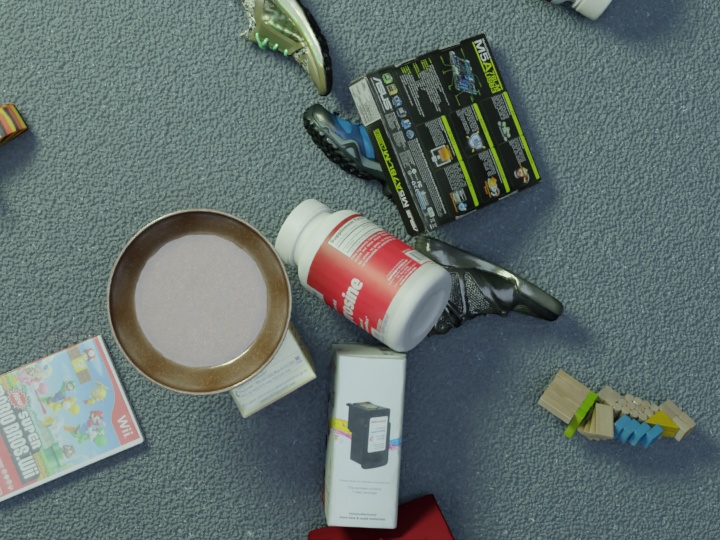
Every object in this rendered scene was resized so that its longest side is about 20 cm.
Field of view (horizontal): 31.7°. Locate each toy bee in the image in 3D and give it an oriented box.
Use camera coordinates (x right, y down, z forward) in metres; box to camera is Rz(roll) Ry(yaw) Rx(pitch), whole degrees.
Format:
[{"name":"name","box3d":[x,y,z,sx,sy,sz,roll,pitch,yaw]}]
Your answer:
[{"name":"toy bee","box3d":[-0.487,-0.128,1.492,0.131,0.109,0.200,38,89,-6]}]

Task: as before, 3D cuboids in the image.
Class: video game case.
[{"name":"video game case","box3d":[-0.383,0.182,1.553,0.199,0.017,0.144,-22,93,-3]}]

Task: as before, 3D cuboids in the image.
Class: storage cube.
[{"name":"storage cube","box3d":[0.044,0.391,1.498,0.170,0.180,0.201,-17,100,-3]}]

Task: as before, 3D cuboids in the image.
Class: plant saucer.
[{"name":"plant saucer","box3d":[-0.174,0.034,1.377,0.199,0.037,0.202,0,91,-3]}]

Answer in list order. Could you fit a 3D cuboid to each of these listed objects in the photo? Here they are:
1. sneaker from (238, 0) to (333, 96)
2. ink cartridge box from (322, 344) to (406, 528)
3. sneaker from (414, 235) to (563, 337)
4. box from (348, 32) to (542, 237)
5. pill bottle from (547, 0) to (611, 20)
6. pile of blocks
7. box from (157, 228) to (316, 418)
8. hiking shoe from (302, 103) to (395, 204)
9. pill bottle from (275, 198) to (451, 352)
[{"name":"sneaker","box3d":[-0.101,-0.292,1.538,0.088,0.077,0.201,-30,88,11]},{"name":"ink cartridge box","box3d":[0.002,0.192,1.515,0.082,0.146,0.201,3,91,-4]},{"name":"sneaker","box3d":[0.144,0.042,1.557,0.199,0.076,0.115,21,92,-1]},{"name":"box","box3d":[0.105,-0.165,1.521,0.193,0.047,0.201,-25,94,-33]},{"name":"pill bottle","box3d":[0.225,-0.394,1.526,0.199,0.114,0.115,31,90,-4]},{"name":"pile of blocks","box3d":[0.310,0.192,1.573,0.199,0.062,0.082,15,49,-2]},{"name":"box","box3d":[-0.141,0.053,1.485,0.096,0.176,0.201,-29,94,-2]},{"name":"hiking shoe","box3d":[0.021,-0.151,1.549,0.200,0.074,0.087,34,82,-14]},{"name":"pill bottle","box3d":[0.000,0.000,1.500,0.200,0.112,0.113,33,90,22]}]
